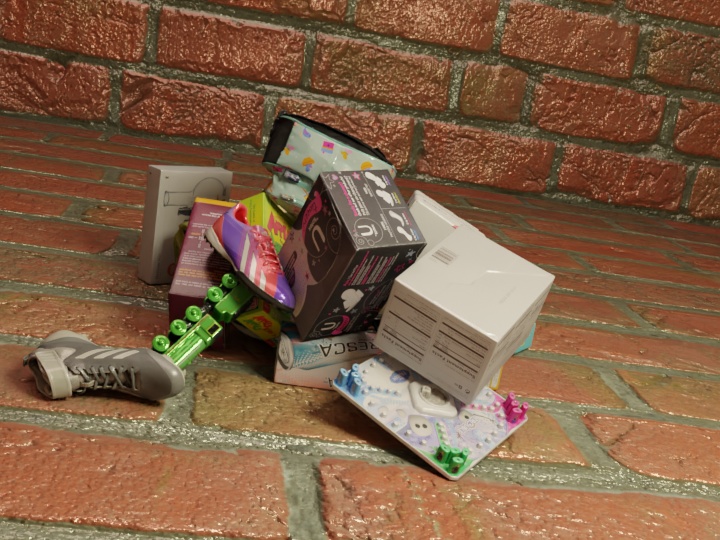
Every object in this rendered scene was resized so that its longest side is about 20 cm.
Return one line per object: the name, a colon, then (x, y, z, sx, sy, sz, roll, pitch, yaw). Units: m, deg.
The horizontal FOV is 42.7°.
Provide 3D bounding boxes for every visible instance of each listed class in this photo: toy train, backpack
toy train: (-0.217, 0.080, 1.218, 0.056, 0.042, 0.200, 41, 58, 5)
backpack: (-0.048, -0.143, 1.425, 0.197, 0.156, 0.176, 16, -2, 1)

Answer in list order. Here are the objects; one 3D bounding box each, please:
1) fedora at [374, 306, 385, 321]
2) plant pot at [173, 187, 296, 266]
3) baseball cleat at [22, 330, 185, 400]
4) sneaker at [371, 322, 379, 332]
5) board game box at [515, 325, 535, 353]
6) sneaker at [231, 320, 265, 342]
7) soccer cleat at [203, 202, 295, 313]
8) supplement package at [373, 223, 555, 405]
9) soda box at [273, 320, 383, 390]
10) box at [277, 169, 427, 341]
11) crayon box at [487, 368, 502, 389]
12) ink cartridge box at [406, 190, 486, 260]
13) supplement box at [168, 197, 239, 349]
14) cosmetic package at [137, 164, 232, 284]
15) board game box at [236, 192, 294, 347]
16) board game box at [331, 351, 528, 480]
fedora: (0.000, 0.000, 1.414, 0.197, 0.093, 0.201, 9, 24, -4)
plant pot: (-0.214, -0.031, 1.580, 0.182, 0.204, 0.200, -12, 23, -31)
baseball cleat: (-0.314, 0.131, 1.114, 0.197, 0.071, 0.106, 10, 27, 20)
sneaker: (0.069, 0.095, 1.476, 0.199, 0.078, 0.078, 34, -3, 43)
board game box: (0.188, 0.105, 1.569, 0.149, 0.048, 0.199, 18, 16, 32)
sneaker: (-0.109, 0.071, 1.431, 0.197, 0.081, 0.074, 7, 16, -6)
soccer cleat: (-0.142, -0.019, 1.263, 0.200, 0.073, 0.068, 44, 4, 38)
supplement package: (0.139, 0.052, 1.225, 0.155, 0.112, 0.200, 31, 36, 18)
soda box: (-0.020, 0.126, 1.287, 0.196, 0.069, 0.064, 8, 22, -7)
box: (-0.023, -0.021, 1.230, 0.113, 0.201, 0.133, -6, 56, -34)
crayon box: (0.119, 0.101, 1.362, 0.197, 0.128, 0.052, 6, 19, -14)
ink cartridge box: (0.125, -0.049, 1.460, 0.144, 0.084, 0.200, 33, 9, -2)
supplement box: (-0.226, 0.002, 1.378, 0.084, 0.111, 0.202, 8, 45, -3)
cosmetic package: (-0.310, -0.082, 1.635, 0.149, 0.203, 0.051, -4, 18, -41)
board game box: (-0.136, -0.001, 1.361, 0.047, 0.203, 0.102, -17, -34, 22)
board game box: (0.094, 0.159, 1.176, 0.199, 0.026, 0.199, 35, 31, 24)
